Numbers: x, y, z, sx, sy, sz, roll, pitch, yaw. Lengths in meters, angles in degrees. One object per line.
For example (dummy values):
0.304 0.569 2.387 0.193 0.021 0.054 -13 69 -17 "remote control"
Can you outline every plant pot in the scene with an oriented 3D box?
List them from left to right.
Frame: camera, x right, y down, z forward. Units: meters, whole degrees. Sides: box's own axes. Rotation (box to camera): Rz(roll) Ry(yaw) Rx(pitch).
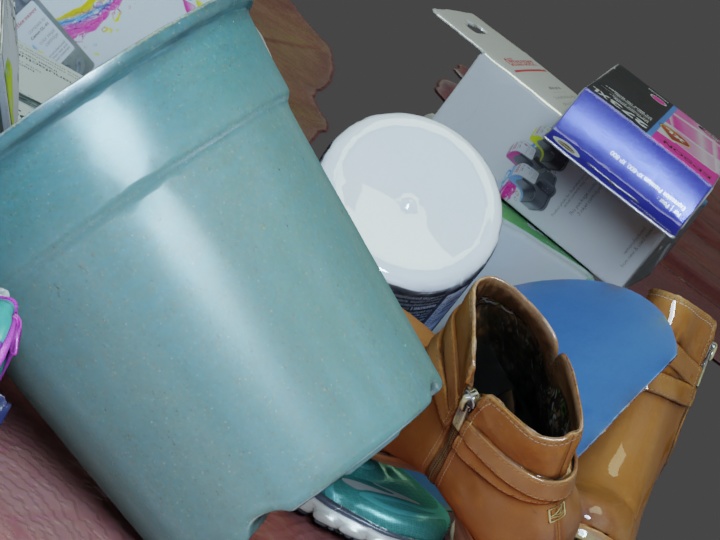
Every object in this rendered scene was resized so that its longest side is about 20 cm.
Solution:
-0.078 0.013 0.982 0.196 0.200 0.200 56 14 -2 "plant pot"

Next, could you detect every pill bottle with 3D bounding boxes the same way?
0.000 0.000 1.254 0.106 0.106 0.200 33 -28 -2 "pill bottle"

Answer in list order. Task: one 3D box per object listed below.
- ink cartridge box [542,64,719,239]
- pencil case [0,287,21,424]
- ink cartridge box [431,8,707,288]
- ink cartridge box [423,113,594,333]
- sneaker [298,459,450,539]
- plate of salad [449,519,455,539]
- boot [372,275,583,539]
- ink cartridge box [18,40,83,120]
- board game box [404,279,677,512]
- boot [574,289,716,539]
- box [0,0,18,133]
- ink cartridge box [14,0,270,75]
0.168 -0.074 1.324 0.095 0.037 0.200 38 19 4 "ink cartridge box"
-0.231 0.003 0.894 0.200 0.093 0.085 33 -21 4 "pencil case"
0.115 -0.078 1.404 0.200 0.068 0.115 40 14 10 "ink cartridge box"
0.055 0.004 1.444 0.087 0.146 0.200 29 14 -23 "ink cartridge box"
-0.023 0.069 1.167 0.200 0.080 0.077 46 18 17 "sneaker"
0.128 0.190 1.143 0.200 0.048 0.200 39 14 -11 "plate of salad"
0.040 0.052 1.061 0.076 0.155 0.200 -19 57 -16 "boot"
-0.167 -0.044 1.231 0.146 0.083 0.200 29 15 -16 "ink cartridge box"
0.088 0.081 1.254 0.158 0.200 0.039 14 -43 45 "board game box"
0.161 0.089 1.303 0.077 0.156 0.200 27 6 14 "boot"
-0.252 -0.098 0.974 0.199 0.060 0.117 1 -21 -7 "box"
-0.170 -0.166 1.380 0.200 0.147 0.086 51 7 -24 "ink cartridge box"
